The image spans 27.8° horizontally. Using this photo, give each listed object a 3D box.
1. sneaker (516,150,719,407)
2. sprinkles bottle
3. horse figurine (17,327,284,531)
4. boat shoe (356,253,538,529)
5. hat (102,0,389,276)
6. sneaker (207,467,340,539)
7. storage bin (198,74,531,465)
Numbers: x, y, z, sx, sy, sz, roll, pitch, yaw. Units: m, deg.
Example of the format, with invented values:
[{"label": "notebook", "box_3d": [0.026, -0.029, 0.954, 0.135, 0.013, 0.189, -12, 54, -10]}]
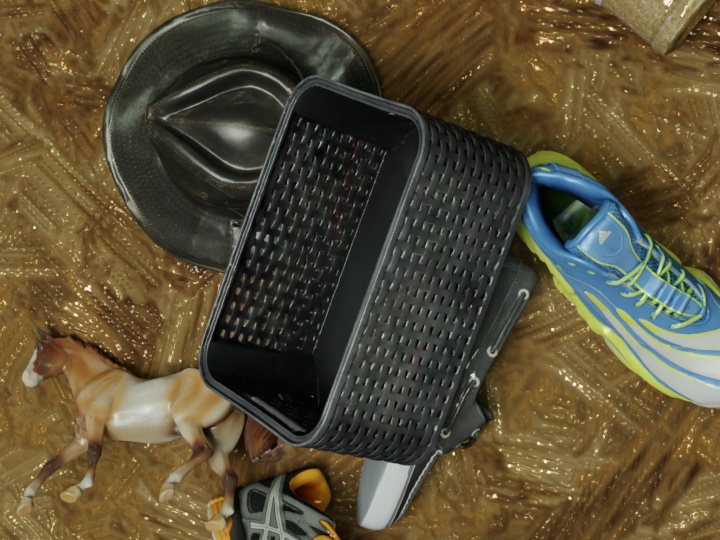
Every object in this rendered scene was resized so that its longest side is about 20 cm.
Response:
[{"label": "sneaker", "box_3d": [0.158, 0.009, 0.871, 0.200, 0.105, 0.076, 43, 98, 10]}, {"label": "sprinkles bottle", "box_3d": [0.132, -0.219, 0.896, 0.200, 0.068, 0.068, 41, 98, 9]}, {"label": "horse figurine", "box_3d": [-0.136, 0.102, 0.945, 0.198, 0.133, 0.050, 1, 134, 12]}, {"label": "boat shoe", "box_3d": [0.056, 0.078, 0.917, 0.066, 0.070, 0.201, 19, 98, -10]}, {"label": "hat", "box_3d": [-0.084, -0.087, 0.936, 0.199, 0.081, 0.202, 0, 91, 13]}, {"label": "sneaker", "box_3d": [-0.040, 0.186, 0.883, 0.077, 0.200, 0.079, -28, 123, -1]}, {"label": "storage bin", "box_3d": [0.000, 0.000, 0.866, 0.135, 0.093, 0.201, 26, 97, 49]}]
